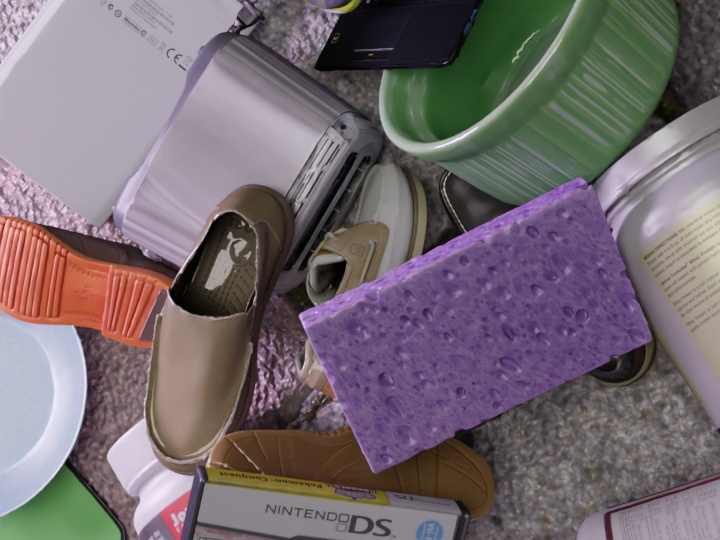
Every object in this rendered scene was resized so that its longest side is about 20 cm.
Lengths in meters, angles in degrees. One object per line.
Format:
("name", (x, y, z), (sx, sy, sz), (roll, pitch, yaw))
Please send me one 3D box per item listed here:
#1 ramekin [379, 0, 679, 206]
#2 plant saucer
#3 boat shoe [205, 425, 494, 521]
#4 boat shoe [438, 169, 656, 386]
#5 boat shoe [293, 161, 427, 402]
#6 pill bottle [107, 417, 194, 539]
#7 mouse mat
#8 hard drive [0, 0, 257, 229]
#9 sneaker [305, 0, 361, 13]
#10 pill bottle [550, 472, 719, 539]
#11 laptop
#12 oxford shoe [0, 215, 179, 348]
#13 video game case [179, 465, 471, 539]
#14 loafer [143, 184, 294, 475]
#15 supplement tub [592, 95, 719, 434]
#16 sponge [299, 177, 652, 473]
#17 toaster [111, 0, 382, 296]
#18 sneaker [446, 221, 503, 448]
("ramekin", (0.113, -0.140, 1.078), (0.200, 0.097, 0.201), (-37, 35, 32))
("plant saucer", (-0.297, 0.094, 1.258), (0.199, 0.039, 0.203), (-2, 79, 10))
("boat shoe", (-0.011, 0.145, 1.105), (0.199, 0.069, 0.071), (6, 58, -15))
("boat shoe", (0.125, -0.005, 1.128), (0.072, 0.066, 0.201), (-42, 76, 10))
("boat shoe", (0.000, 0.000, 1.116), (0.068, 0.075, 0.201), (16, 47, -12))
("pill bottle", (-0.088, 0.189, 1.156), (0.114, 0.114, 0.201), (-36, 77, 12))
("mouse mat", (-0.290, 0.215, 1.273), (0.200, 0.008, 0.161), (-46, 75, 8))
("hard drive", (-0.186, -0.149, 1.226), (0.132, 0.027, 0.200), (37, 97, -14))
("sneaker", (-0.065, -0.228, 1.155), (0.200, 0.081, 0.074), (26, 111, 46))
("pill bottle", (0.207, 0.197, 1.067), (0.199, 0.109, 0.110), (-21, 81, 15))
("laptop", (0.021, -0.246, 1.110), (0.177, 0.103, 0.201), (10, 71, 59))
("oxford shoe", (-0.211, 0.005, 1.226), (0.199, 0.073, 0.072), (21, 107, 11))
("video game case", (-0.037, 0.232, 1.061), (0.179, 0.026, 0.201), (10, 103, -16))
("loafer", (-0.103, 0.038, 1.089), (0.076, 0.067, 0.201), (15, 93, 17))
("supplement tub", (0.248, 0.003, 1.049), (0.145, 0.145, 0.201), (-34, 77, 12))
("sponge", (0.073, 0.035, 1.032), (0.199, 0.030, 0.112), (-26, 107, 1))
("toaster", (-0.073, -0.075, 1.171), (0.129, 0.114, 0.201), (33, 98, 13))
("sneaker", (0.072, 0.055, 1.125), (0.084, 0.075, 0.201), (28, 124, 4))
